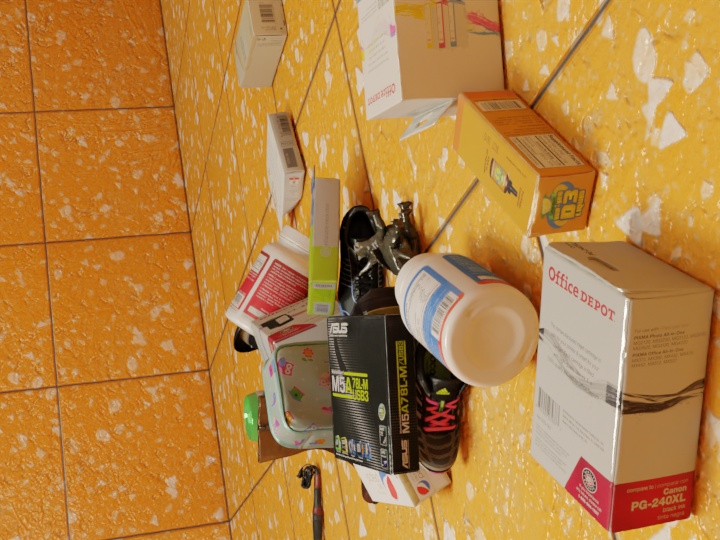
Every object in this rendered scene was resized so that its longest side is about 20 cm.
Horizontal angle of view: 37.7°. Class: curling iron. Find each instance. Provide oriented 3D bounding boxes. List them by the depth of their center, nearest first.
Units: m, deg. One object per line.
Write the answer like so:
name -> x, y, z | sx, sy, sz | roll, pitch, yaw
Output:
curling iron -> -0.093, 0.486, 2.121 | 0.049, 0.025, 0.203 | -6, 93, 37

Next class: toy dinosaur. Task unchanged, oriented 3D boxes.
toy dinosaur -> 0.054, -0.032, 1.438 | 0.200, 0.076, 0.103 | -148, 43, -64

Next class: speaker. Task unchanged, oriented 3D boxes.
speaker -> -0.089, 0.231, 1.737 | 0.088, 0.198, 0.090 | 175, 90, -73

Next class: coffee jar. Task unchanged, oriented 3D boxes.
coffee jar -> 0.043, 0.128, 1.460 | 0.105, 0.084, 0.202 | 118, 143, -59

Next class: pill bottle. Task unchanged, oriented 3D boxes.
pill bottle -> 0.109, 0.044, 1.171 | 0.200, 0.111, 0.114 | -136, 44, -67
pill bottle -> -0.151, 0.024, 1.922 | 0.201, 0.112, 0.112 | -59, 19, -1

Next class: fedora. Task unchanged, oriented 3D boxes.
fedora -> -0.156, 0.114, 2.061 | 0.091, 0.200, 0.201 | 41, 145, 18

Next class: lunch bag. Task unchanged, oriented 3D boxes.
lunch bag -> -0.045, 0.181, 1.589 | 0.077, 0.198, 0.162 | -53, 44, 50

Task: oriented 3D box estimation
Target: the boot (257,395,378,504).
boot -> -0.062, 0.283, 1.661 | 0.068, 0.198, 0.191 | 180, 86, -73

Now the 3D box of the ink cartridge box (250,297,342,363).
ink cartridge box -> -0.094, 0.113, 1.791 | 0.084, 0.144, 0.200 | 70, 166, -13

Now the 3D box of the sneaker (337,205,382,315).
sneaker -> 0.000, 0.000, 1.599 | 0.078, 0.069, 0.203 | 118, 145, -74

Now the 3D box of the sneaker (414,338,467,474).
sneaker -> 0.095, 0.155, 1.311 | 0.087, 0.073, 0.203 | 174, 95, -80

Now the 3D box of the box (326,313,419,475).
box -> 0.013, 0.153, 1.363 | 0.200, 0.047, 0.196 | 175, 91, -67

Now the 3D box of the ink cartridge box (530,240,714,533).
ink cartridge box -> 0.212, 0.089, 0.878 | 0.145, 0.082, 0.203 | -135, 43, -66

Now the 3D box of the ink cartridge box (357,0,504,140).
ink cartridge box -> 0.076, -0.253, 1.172 | 0.128, 0.124, 0.203 | 177, 88, -74

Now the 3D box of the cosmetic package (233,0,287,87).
cosmetic package -> -0.208, -0.471, 2.171 | 0.200, 0.072, 0.105 | 124, 139, -63

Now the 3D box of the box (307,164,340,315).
box -> -0.057, -0.046, 1.632 | 0.122, 0.047, 0.202 | 99, 173, -63

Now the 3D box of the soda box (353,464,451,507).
soda box -> 0.054, 0.281, 1.473 | 0.069, 0.063, 0.200 | 61, 161, 1

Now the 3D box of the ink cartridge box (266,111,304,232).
ink cartridge box -> -0.152, -0.191, 2.128 | 0.201, 0.050, 0.163 | 94, 163, -54

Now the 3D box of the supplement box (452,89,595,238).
supplement box -> 0.157, -0.111, 1.045 | 0.201, 0.068, 0.067 | -115, 25, -54
